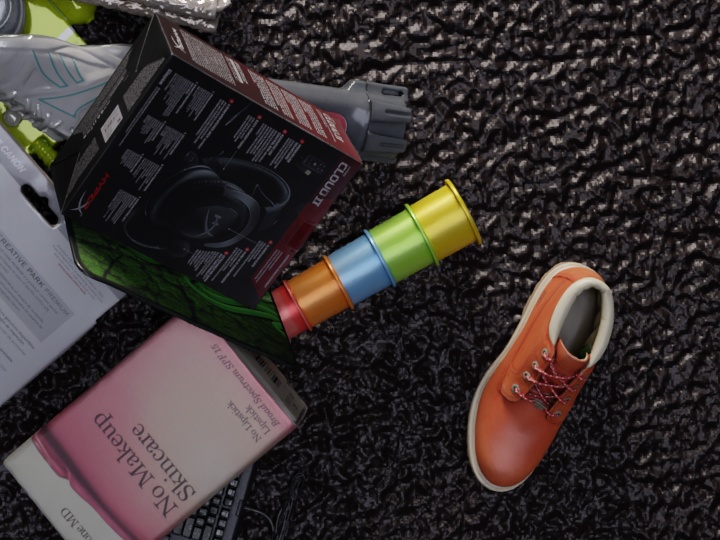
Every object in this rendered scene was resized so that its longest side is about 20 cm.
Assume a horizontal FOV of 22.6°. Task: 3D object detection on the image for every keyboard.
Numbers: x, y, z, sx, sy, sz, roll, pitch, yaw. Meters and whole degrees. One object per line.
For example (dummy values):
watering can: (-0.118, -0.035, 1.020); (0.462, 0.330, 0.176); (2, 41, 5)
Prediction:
keyboard: (-0.107, 0.192, 1.479); (0.126, 0.021, 0.202); (16, 91, -6)

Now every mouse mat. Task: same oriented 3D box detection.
mouse mat: (-0.141, -0.005, 1.375); (0.199, 0.161, 0.008); (28, 111, -30)

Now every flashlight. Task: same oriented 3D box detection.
flashlight: (-0.059, -0.119, 1.430); (0.198, 0.068, 0.069); (7, 55, -24)

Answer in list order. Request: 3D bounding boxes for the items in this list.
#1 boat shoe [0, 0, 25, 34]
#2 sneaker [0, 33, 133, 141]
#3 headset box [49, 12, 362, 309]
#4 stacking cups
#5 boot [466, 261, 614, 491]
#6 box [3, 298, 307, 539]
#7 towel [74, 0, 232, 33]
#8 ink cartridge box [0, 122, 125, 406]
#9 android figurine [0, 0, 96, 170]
boat shoe: (-0.359, -0.193, 1.382); (0.200, 0.065, 0.075); (-1, 89, -4)
sneaker: (-0.238, -0.139, 1.377); (0.199, 0.070, 0.081); (3, 96, -33)
headset box: (-0.108, -0.075, 1.352); (0.199, 0.077, 0.149); (26, 111, -31)
stacking cups: (0.000, 0.000, 1.470); (0.199, 0.061, 0.061); (-30, 95, 1)
boot: (0.146, 0.089, 1.459); (0.074, 0.107, 0.202); (22, 91, -8)
box: (-0.157, 0.128, 1.411); (0.200, 0.109, 0.128); (-40, 91, 5)
towel: (-0.193, -0.259, 1.412); (0.198, 0.035, 0.133); (11, 53, -7)
ink cartridge box: (-0.300, -0.014, 1.399); (0.175, 0.084, 0.200); (-39, 106, 0)
android figurine: (-0.291, -0.171, 1.438); (0.182, 0.041, 0.200); (-41, 94, -3)
